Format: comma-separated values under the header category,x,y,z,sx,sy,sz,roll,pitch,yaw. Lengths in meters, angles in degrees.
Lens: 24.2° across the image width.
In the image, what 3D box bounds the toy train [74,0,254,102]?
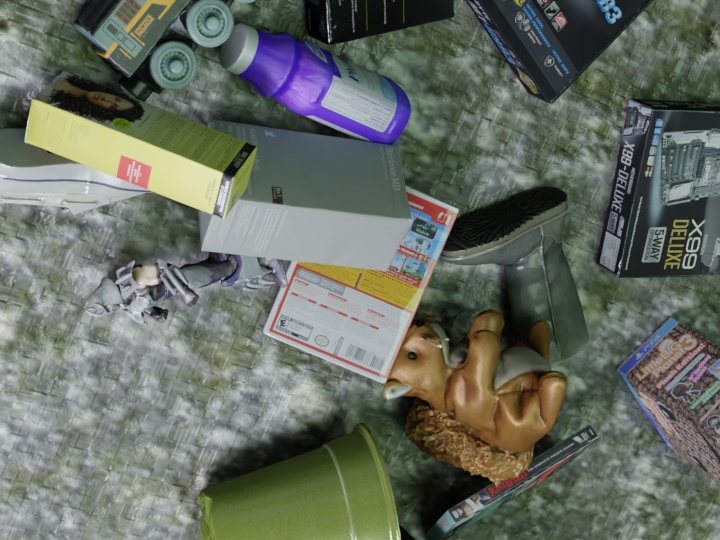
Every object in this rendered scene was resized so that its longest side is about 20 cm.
category,x,y,z,sx,sy,sz,roll,pitch,yaw
toy train,-0.172,-0.255,1.556,0.114,0.085,0.200,40,88,-25

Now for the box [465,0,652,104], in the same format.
category,x,y,z,sx,sy,sz,roll,pitch,yaw
box,0.210,-0.314,1.765,0.198,0.050,0.200,-44,125,-6

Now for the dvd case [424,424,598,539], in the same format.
category,x,y,z,sx,sy,sz,roll,pitch,yaw
dvd case,0.172,0.249,1.934,0.199,0.146,0.022,-30,77,-16

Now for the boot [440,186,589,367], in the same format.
category,x,y,z,sx,sy,sz,roll,pitch,yaw
boot,0.173,0.024,1.879,0.180,0.073,0.202,-19,125,-20

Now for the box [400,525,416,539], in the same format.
category,x,y,z,sx,sy,sz,roll,pitch,yaw
box,0.054,0.398,1.876,0.148,0.200,0.125,-43,124,-6

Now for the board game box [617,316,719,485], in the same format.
category,x,y,z,sx,sy,sz,roll,pitch,yaw
board game box,0.426,0.173,1.994,0.097,0.200,0.160,-42,124,-6

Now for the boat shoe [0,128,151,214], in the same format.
category,x,y,z,sx,sy,sz,roll,pitch,yaw
boat shoe,-0.267,-0.088,1.584,0.198,0.071,0.070,-2,139,-33

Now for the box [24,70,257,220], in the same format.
category,x,y,z,sx,sy,sz,roll,pitch,yaw
box,-0.199,-0.115,1.530,0.198,0.075,0.050,21,122,3

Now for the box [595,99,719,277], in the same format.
category,x,y,z,sx,sy,sz,roll,pitch,yaw
box,0.364,-0.093,1.940,0.156,0.050,0.202,0,110,-30

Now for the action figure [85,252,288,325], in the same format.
category,x,y,z,sx,sy,sz,roll,pitch,yaw
action figure,-0.177,0.012,1.641,0.199,0.130,0.070,-17,93,-28

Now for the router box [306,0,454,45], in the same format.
category,x,y,z,sx,sy,sz,roll,pitch,yaw
router box,0.016,-0.334,1.642,0.148,0.051,0.202,-15,117,-26

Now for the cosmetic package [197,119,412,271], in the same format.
category,x,y,z,sx,sy,sz,roll,pitch,yaw
cosmetic package,-0.057,-0.072,1.643,0.198,0.108,0.091,3,140,-18

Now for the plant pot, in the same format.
category,x,y,z,sx,sy,sz,roll,pitch,yaw
plant pot,-0.071,0.278,1.783,0.188,0.200,0.202,-9,115,-12

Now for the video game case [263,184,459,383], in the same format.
category,x,y,z,sx,sy,sz,roll,pitch,yaw
video game case,0.000,0.000,1.752,0.142,0.017,0.202,22,98,-6

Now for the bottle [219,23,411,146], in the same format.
category,x,y,z,sx,sy,sz,roll,pitch,yaw
bottle,-0.045,-0.185,1.651,0.199,0.084,0.066,21,110,-33

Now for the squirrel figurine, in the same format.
category,x,y,z,sx,sy,sz,roll,pitch,yaw
squirrel figurine,0.107,0.139,1.826,0.185,0.142,0.202,10,121,-8
